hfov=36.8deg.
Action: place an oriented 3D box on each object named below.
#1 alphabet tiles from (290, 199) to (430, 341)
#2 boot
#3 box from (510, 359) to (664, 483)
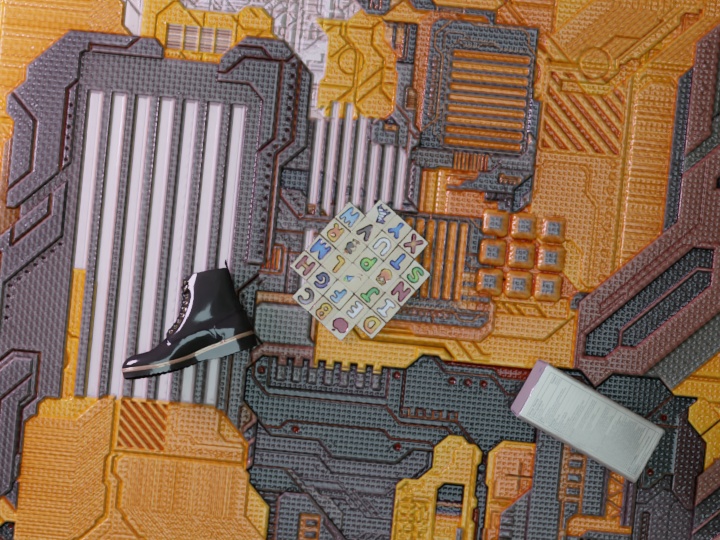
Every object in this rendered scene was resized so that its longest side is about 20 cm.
[{"bbox_3d":[0.000,0.000,1.631,0.166,0.006,0.200,42,91,-1],"label":"alphabet tiles"},{"bbox_3d":[-0.268,0.076,1.605,0.200,0.077,0.138,-16,87,-13],"label":"boot"},{"bbox_3d":[0.332,0.220,1.600,0.200,0.078,0.095,31,91,-1],"label":"box"}]
